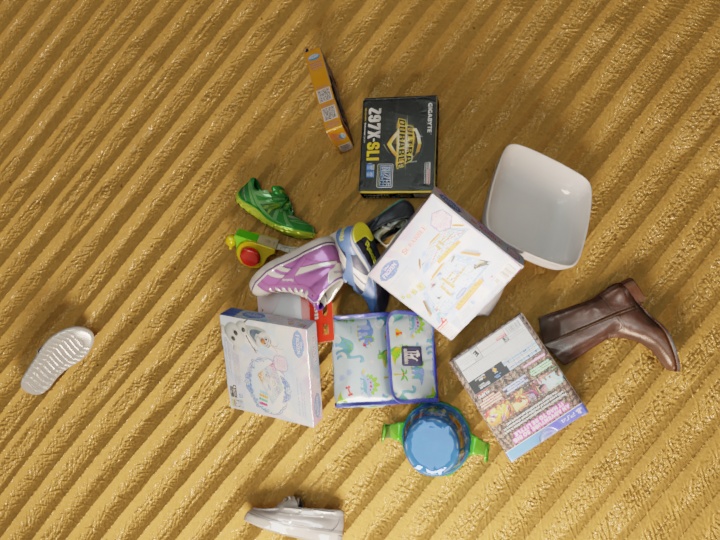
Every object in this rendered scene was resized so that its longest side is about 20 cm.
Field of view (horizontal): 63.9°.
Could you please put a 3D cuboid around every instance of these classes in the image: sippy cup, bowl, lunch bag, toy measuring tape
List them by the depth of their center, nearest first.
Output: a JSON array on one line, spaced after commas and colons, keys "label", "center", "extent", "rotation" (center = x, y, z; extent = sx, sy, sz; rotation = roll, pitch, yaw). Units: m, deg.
[{"label": "sippy cup", "center": [0.133, 0.309, 1.039], "extent": [0.175, 0.130, 0.142], "rotation": [-29, 77, 6]}, {"label": "bowl", "center": [0.314, -0.106, 1.059], "extent": [0.196, 0.075, 0.203], "rotation": [23, 68, -7]}, {"label": "lunch bag", "center": [0.046, 0.168, 1.088], "extent": [0.195, 0.128, 0.174], "rotation": [-3, 78, 0]}, {"label": "toy measuring tape", "center": [-0.187, -0.030, 1.202], "extent": [0.196, 0.074, 0.075], "rotation": [17, 85, -4]}]

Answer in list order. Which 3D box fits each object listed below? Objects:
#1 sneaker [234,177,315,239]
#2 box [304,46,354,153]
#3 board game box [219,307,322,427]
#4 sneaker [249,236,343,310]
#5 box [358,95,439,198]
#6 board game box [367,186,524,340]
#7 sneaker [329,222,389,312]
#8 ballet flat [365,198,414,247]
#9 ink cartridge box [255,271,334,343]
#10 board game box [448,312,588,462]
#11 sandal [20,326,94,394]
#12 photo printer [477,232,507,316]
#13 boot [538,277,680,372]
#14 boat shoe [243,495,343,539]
[{"label": "sneaker", "center": [-0.174, -0.131, 1.201], "extent": [0.198, 0.074, 0.085], "rotation": [32, 93, 15]}, {"label": "box", "center": [-0.065, -0.358, 1.190], "extent": [0.041, 0.119, 0.204], "rotation": [-15, 79, 9]}, {"label": "board game box", "center": [-0.170, 0.184, 1.106], "extent": [0.195, 0.043, 0.205], "rotation": [7, 110, 26]}, {"label": "sneaker", "center": [-0.119, 0.030, 1.063], "extent": [0.198, 0.072, 0.116], "rotation": [-27, 73, 26]}, {"label": "box", "center": [0.080, -0.251, 1.180], "extent": [0.156, 0.049, 0.205], "rotation": [1, 82, 14]}, {"label": "board game box", "center": [0.146, -0.007, 1.015], "extent": [0.198, 0.041, 0.201], "rotation": [37, 120, -4]}, {"label": "sneaker", "center": [0.000, 0.000, 1.114], "extent": [0.081, 0.074, 0.203], "rotation": [-6, 120, 28]}, {"label": "ballet flat", "center": [0.026, -0.066, 1.149], "extent": [0.198, 0.073, 0.074], "rotation": [-31, 76, 3]}, {"label": "ink cartridge box", "center": [-0.133, 0.066, 1.123], "extent": [0.198, 0.056, 0.166], "rotation": [-18, 73, 51]}, {"label": "board game box", "center": [0.278, 0.207, 1.040], "extent": [0.158, 0.097, 0.202], "rotation": [-33, 76, 5]}, {"label": "sandal", "center": [-0.670, 0.186, 1.268], "extent": [0.202, 0.083, 0.050], "rotation": [-41, 33, 5]}, {"label": "photo printer", "center": [0.182, -0.012, 1.102], "extent": [0.196, 0.069, 0.170], "rotation": [17, 85, 7]}, {"label": "boot", "center": [0.436, 0.133, 1.035], "extent": [0.197, 0.064, 0.189], "rotation": [-26, 64, 4]}, {"label": "boat shoe", "center": [-0.125, 0.470, 1.105], "extent": [0.196, 0.072, 0.070], "rotation": [1, 60, 19]}]
